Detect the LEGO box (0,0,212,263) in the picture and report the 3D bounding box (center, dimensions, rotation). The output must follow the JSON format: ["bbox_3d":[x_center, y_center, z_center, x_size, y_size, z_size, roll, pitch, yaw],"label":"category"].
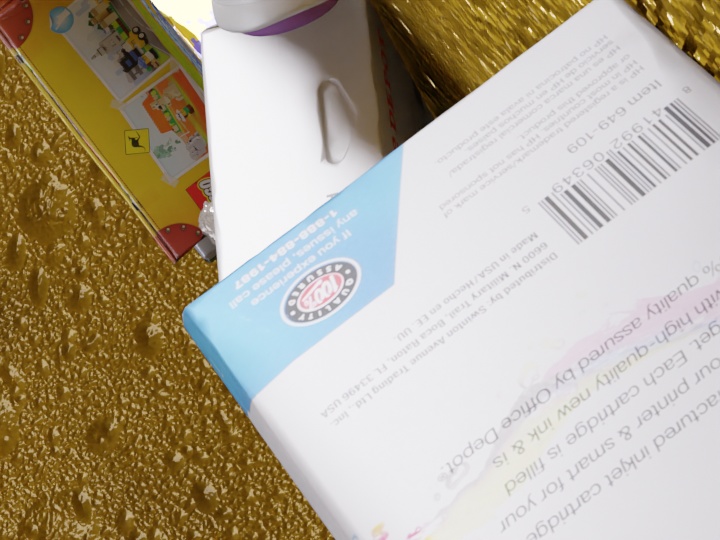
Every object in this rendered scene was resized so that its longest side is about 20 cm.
[{"bbox_3d":[-0.123,-0.132,1.538,0.200,0.149,0.077,54,177,-22],"label":"LEGO box"}]

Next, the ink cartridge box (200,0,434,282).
[{"bbox_3d":[0.000,-0.016,1.130,0.200,0.083,0.147,56,-156,-57],"label":"ink cartridge box"}]

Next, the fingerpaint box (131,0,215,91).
[{"bbox_3d":[-0.057,-0.125,1.312,0.200,0.073,0.167,50,177,31],"label":"fingerpaint box"}]

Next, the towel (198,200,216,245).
[{"bbox_3d":[0.000,0.000,1.379,0.133,0.035,0.200,43,-157,18],"label":"towel"}]

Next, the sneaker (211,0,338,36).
[{"bbox_3d":[-0.062,-0.169,1.053,0.200,0.075,0.100,39,153,61],"label":"sneaker"}]

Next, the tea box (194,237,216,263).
[{"bbox_3d":[-0.121,-0.122,1.794,0.200,0.134,0.197,53,176,-2],"label":"tea box"}]

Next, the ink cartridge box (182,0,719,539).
[{"bbox_3d":[0.081,0.062,0.608,0.200,0.147,0.146,51,176,48],"label":"ink cartridge box"}]
